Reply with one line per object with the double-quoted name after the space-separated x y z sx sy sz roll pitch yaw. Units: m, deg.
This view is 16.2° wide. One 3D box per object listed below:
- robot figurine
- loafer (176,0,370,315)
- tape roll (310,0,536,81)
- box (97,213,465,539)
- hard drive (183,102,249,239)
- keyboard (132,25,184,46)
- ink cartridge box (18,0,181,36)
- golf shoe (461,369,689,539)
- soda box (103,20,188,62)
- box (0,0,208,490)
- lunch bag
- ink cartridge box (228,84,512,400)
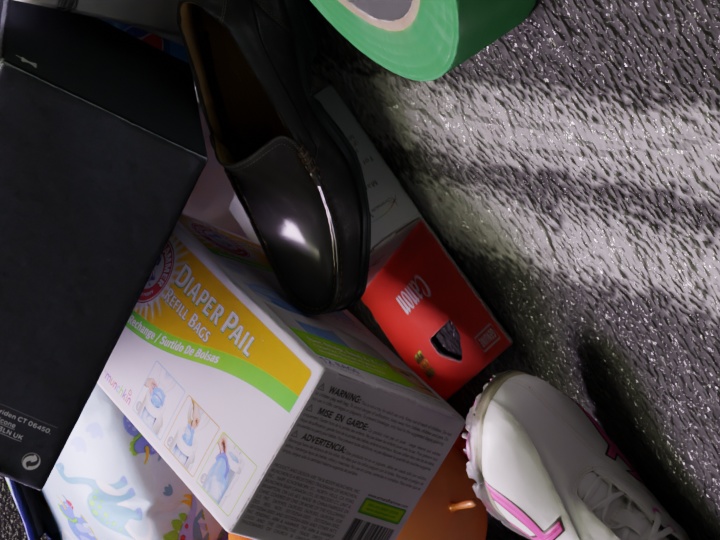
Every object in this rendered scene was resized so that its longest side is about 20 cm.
0.003 0.139 1.473 0.200 0.143 0.117 -159 80 -72 "robot figurine"
-0.051 -0.065 1.312 0.073 0.072 0.201 -9 106 36 "loafer"
-0.002 -0.178 1.082 0.201 0.048 0.201 50 164 21 "tape roll"
-0.055 0.061 1.376 0.112 0.102 0.200 22 -167 -40 "box"
-0.101 0.008 1.599 0.201 0.131 0.026 61 -168 -12 "hard drive"
-0.150 -0.158 1.394 0.199 0.011 0.056 22 -158 -7 "keyboard"
-0.188 -0.202 1.320 0.147 0.199 0.083 40 113 44 "ink cartridge box"
0.127 0.125 1.281 0.092 0.073 0.200 5 140 48 "golf shoe"
-0.158 -0.122 1.618 0.064 0.068 0.200 56 164 -2 "soda box"
-0.175 -0.024 1.326 0.123 0.199 0.200 24 -165 -13 "box"
-0.172 0.091 1.569 0.200 0.127 0.171 9 123 46 "lunch bag"
0.000 0.000 1.444 0.174 0.043 0.200 56 164 5 "ink cartridge box"
